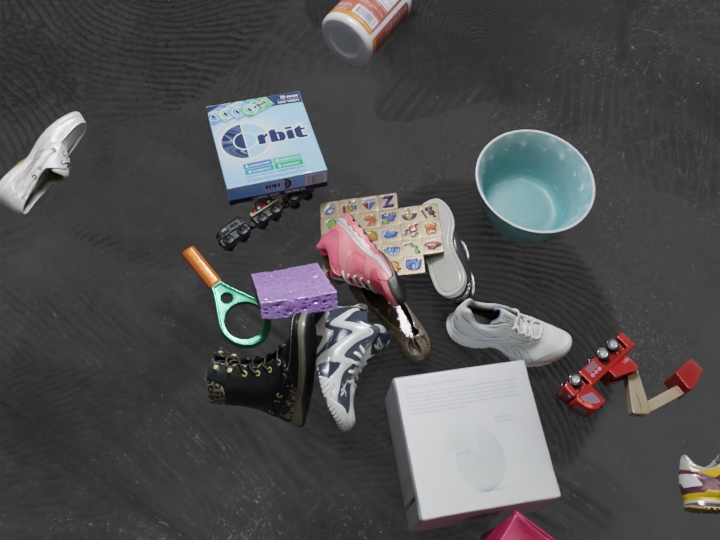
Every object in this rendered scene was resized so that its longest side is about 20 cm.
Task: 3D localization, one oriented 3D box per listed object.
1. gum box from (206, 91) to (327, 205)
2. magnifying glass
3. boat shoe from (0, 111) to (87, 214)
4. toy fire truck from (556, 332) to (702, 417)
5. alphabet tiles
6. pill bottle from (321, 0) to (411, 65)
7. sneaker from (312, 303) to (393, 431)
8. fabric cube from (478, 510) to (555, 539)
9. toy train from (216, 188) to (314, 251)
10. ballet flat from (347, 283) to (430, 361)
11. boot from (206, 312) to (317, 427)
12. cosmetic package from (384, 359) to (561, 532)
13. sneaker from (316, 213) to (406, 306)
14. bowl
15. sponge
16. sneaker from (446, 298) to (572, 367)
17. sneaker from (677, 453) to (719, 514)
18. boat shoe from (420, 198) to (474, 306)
[{"bbox_3d":[-0.162,-0.213,1.406,0.169,0.045,0.201,-12,54,-10],"label":"gum box"},{"bbox_3d":[-0.218,0.040,1.311,0.079,0.022,0.200,-35,74,-20],"label":"magnifying glass"},{"bbox_3d":[-0.511,-0.173,1.362,0.069,0.071,0.200,32,74,9],"label":"boat shoe"},{"bbox_3d":[0.419,0.178,1.287,0.200,0.049,0.141,-37,73,-20],"label":"toy fire truck"},{"bbox_3d":[0.033,-0.057,1.353,0.199,0.008,0.168,-7,56,5],"label":"alphabet tiles"},{"bbox_3d":[0.025,-0.487,1.541,0.112,0.112,0.200,33,65,10],"label":"pill bottle"},{"bbox_3d":[-0.004,0.136,1.249,0.129,0.080,0.200,-15,56,-3],"label":"sneaker"},{"bbox_3d":[0.200,0.460,1.045,0.200,0.196,0.200,35,66,12],"label":"fabric cube"},{"bbox_3d":[-0.157,-0.100,1.378,0.200,0.034,0.046,-36,62,-21],"label":"toy train"},{"bbox_3d":[0.045,0.057,1.309,0.067,0.046,0.200,-29,67,-17],"label":"ballet flat"},{"bbox_3d":[-0.143,0.136,1.179,0.153,0.204,0.074,10,38,5],"label":"boot"},{"bbox_3d":[0.153,0.252,1.184,0.198,0.123,0.201,-6,66,-8],"label":"cosmetic package"},{"bbox_3d":[0.000,0.000,1.286,0.087,0.074,0.200,-37,51,-2],"label":"sneaker"},{"bbox_3d":[0.282,-0.127,1.392,0.200,0.105,0.202,2,64,-5],"label":"bowl"},{"bbox_3d":[-0.103,0.029,1.241,0.111,0.200,0.030,-9,104,-9],"label":"sponge"},{"bbox_3d":[0.237,0.096,1.289,0.199,0.087,0.075,11,61,-1],"label":"sneaker"},{"bbox_3d":[0.574,0.313,1.221,0.199,0.075,0.091,2,69,-6],"label":"sneaker"},{"bbox_3d":[0.142,-0.030,1.356,0.074,0.060,0.201,-29,51,16],"label":"boat shoe"}]
